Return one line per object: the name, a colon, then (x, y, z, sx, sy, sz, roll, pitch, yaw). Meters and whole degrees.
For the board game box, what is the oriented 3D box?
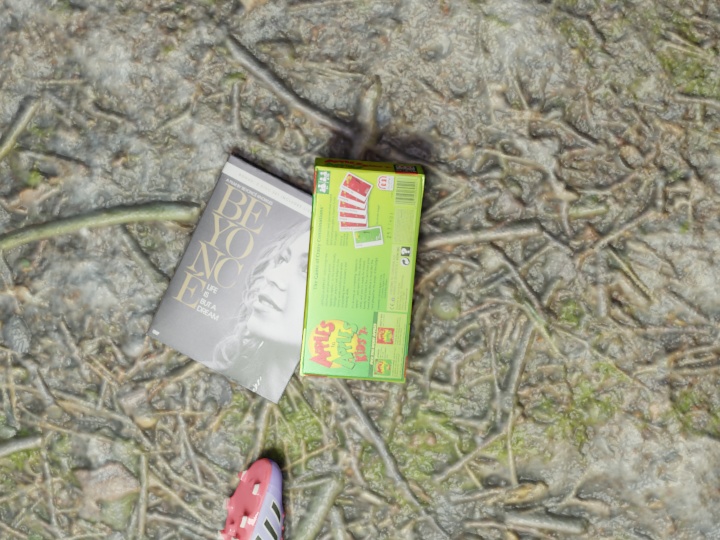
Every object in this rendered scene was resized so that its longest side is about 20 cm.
board game box: (0.000, 0.000, 1.522, 0.101, 0.048, 0.201, 4, 104, -3)

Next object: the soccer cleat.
soccer cleat: (-0.102, 0.282, 1.604, 0.076, 0.067, 0.201, 12, 98, -26)

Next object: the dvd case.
dvd case: (-0.102, 0.009, 1.567, 0.148, 0.016, 0.201, 27, 103, 3)
